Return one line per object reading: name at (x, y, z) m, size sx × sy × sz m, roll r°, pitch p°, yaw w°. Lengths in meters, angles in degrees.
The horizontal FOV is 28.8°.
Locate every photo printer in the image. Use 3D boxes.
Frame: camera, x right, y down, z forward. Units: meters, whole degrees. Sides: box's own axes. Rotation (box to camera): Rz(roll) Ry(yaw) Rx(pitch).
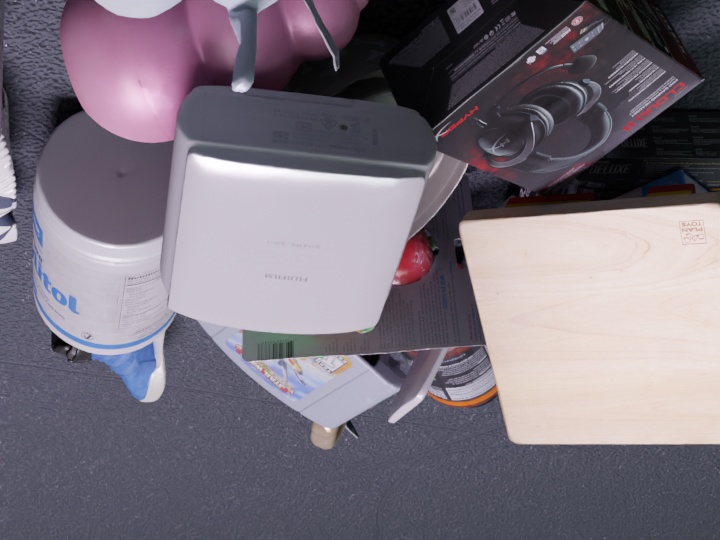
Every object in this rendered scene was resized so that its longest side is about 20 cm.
photo printer at (-0.049, -0.029, 0.940) m, size 0.164 × 0.070 × 0.201 m, roll 6°, pitch 143°, yaw -10°

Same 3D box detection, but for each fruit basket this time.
fruit basket at (0.000, 0.000, 1.165) m, size 0.197 × 0.187 × 0.094 m, roll -2°, pitch 140°, yaw -3°

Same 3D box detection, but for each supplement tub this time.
supplement tub at (0.094, 0.070, 1.399) m, size 0.106 × 0.108 × 0.200 m, roll -10°, pitch 153°, yaw 11°
supplement tub at (-0.201, -0.028, 1.140) m, size 0.130 × 0.133 × 0.200 m, roll 2°, pitch 152°, yaw -12°

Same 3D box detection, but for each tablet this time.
tablet at (0.079, 0.036, 1.227) m, size 0.014 × 0.201 × 0.130 m, roll 28°, pitch 162°, yaw -1°

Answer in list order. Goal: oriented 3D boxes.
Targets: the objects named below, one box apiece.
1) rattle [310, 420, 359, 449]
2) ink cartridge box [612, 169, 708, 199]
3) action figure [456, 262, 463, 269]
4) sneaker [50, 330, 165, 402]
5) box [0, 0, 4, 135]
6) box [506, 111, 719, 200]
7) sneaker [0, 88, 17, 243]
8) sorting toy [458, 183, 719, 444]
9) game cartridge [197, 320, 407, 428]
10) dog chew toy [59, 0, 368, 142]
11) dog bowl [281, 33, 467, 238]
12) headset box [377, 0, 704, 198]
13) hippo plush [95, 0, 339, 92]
rattle at (-0.054, 0.120, 1.520) m, size 0.141 × 0.132 × 0.200 m, roll 6°, pitch 180°, yaw 4°
ink cartridge box at (0.207, 0.013, 1.179) m, size 0.199 × 0.117 × 0.068 m, roll -24°, pitch 146°, yaw 34°
action figure at (0.030, 0.010, 1.264) m, size 0.066 × 0.052 × 0.199 m, roll 56°, pitch 154°, yaw -16°
sneaker at (-0.247, 0.067, 1.371) m, size 0.110 × 0.077 × 0.201 m, roll -4°, pitch 149°, yaw -13°
box at (-0.336, -0.115, 0.971) m, size 0.199 × 0.118 × 0.060 m, roll -22°, pitch 150°, yaw 29°
box at (0.236, -0.073, 1.201) m, size 0.197 × 0.050 × 0.158 m, roll -1°, pitch 152°, yaw -7°
sneaker at (-0.333, -0.077, 1.080) m, size 0.128 × 0.080 × 0.199 m, roll -6°, pitch 164°, yaw -15°
sorting toy at (0.196, 0.030, 1.072) m, size 0.198 × 0.070 × 0.201 m, roll -3°, pitch 117°, yaw 26°
game cartridge at (-0.064, 0.069, 1.351) m, size 0.200 × 0.042 × 0.133 m, roll 41°, pitch 132°, yaw -14°
dog chew toy at (-0.092, -0.160, 0.920) m, size 0.198 × 0.126 × 0.125 m, roll -16°, pitch 152°, yaw 4°
dog bowl at (-0.007, -0.087, 1.045) m, size 0.199 × 0.059 × 0.201 m, roll -25°, pitch 144°, yaw -20°
headset box at (0.133, -0.136, 0.976) m, size 0.148 × 0.078 × 0.199 m, roll -37°, pitch 149°, yaw 25°
hippo plush at (-0.085, -0.204, 0.806) m, size 0.160 × 0.202 × 0.159 m, roll -3°, pitch -168°, yaw 43°
